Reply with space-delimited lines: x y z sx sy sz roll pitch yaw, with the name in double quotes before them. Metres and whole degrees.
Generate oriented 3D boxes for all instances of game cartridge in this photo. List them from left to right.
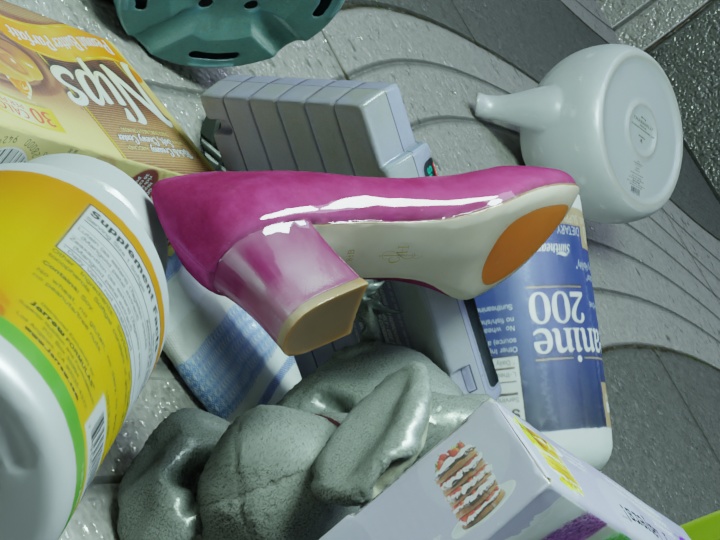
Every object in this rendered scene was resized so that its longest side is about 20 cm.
"game cartridge" 0.000 0.000 0.819 0.038 0.129 0.201 -37 120 -36

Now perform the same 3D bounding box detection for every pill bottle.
"pill bottle" -0.134 0.026 0.615 0.111 0.111 0.200 51 20 -13
"pill bottle" 0.077 0.059 0.901 0.111 0.111 0.201 11 71 -64

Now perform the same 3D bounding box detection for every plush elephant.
"plush elephant" -0.008 0.101 0.736 0.155 0.164 0.201 -39 108 -50

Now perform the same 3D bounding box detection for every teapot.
"teapot" 0.235 -0.137 1.729 0.197 0.146 0.201 -42 117 -42

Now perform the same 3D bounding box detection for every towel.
"towel" -0.049 0.055 0.906 0.200 0.024 0.147 54 20 -8

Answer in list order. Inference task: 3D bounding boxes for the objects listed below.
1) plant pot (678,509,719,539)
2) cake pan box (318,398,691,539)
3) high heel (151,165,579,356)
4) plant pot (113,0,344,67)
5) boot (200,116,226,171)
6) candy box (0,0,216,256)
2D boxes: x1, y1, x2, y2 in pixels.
"plant pot" 0.181 0.269 0.863 0.199 0.200 0.182 43 29 -34
"cake pan box" 0.033 0.157 0.677 0.184 0.200 0.052 39 14 -47
"high heel" 0.008 -0.028 0.723 0.200 0.068 0.096 -24 58 -36
"plant pot" -0.096 -0.251 1.058 0.200 0.200 0.197 30 40 -52
"boot" -0.024 -0.028 1.012 0.200 0.068 0.131 55 2 -4
"candy box" -0.158 -0.073 0.776 0.116 0.055 0.200 50 15 22
